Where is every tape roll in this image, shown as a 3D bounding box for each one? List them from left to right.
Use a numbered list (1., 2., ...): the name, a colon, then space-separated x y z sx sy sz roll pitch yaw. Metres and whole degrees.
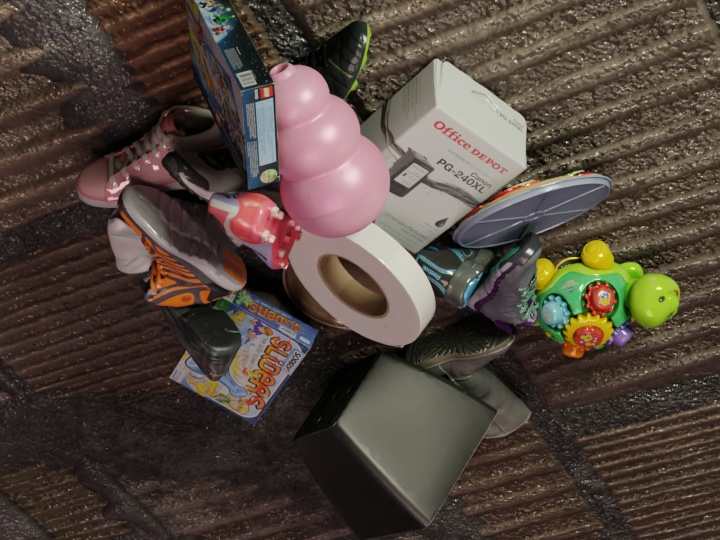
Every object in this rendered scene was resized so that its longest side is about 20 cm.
1. tape roll: 0.000 0.009 1.787 0.202 0.037 0.203 30 152 18

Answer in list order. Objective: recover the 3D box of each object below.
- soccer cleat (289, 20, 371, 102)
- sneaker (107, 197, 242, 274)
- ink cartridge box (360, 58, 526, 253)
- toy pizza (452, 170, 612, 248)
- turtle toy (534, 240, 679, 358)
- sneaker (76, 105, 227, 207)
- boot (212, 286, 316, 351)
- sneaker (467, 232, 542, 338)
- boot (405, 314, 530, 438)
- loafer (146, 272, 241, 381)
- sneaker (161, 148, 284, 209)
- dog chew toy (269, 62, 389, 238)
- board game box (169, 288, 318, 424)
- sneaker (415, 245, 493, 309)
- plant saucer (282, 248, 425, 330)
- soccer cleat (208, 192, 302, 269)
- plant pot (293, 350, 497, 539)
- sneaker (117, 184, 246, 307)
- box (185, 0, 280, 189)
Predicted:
1. soccer cleat: -0.058 -0.210 1.656 0.081 0.068 0.200 17 139 -27
2. sneaker: -0.221 -0.054 1.835 0.199 0.071 0.081 -12 120 9
3. ink cartridge box: 0.077 -0.129 1.726 0.145 0.084 0.200 30 131 -27
4. toy pizza: 0.201 -0.078 1.758 0.199 0.032 0.200 -17 166 -4
5. turtle toy: 0.309 0.044 1.890 0.199 0.102 0.146 -19 134 21
6. sneaker: -0.244 -0.140 1.735 0.198 0.076 0.105 -9 141 2
7. boot: -0.159 0.094 2.001 0.146 0.071 0.200 31 129 -19
8. sneaker: 0.203 0.021 1.847 0.087 0.074 0.200 43 158 4
9. boot: 0.178 0.153 2.038 0.181 0.073 0.200 -14 130 37
10. loafer: -0.220 0.054 1.863 0.072 0.200 0.073 -10 139 -31
11. sneaker: -0.143 -0.118 1.695 0.199 0.074 0.080 5 119 -47
12. dog chew toy: -0.047 -0.135 1.613 0.124 0.125 0.201 -15 121 18
13. board game box: -0.156 0.110 1.946 0.135 0.035 0.200 29 136 -6
14. sneaker: 0.112 -0.007 1.818 0.082 0.200 0.074 29 96 6
15. plant saucer: 0.000 0.000 1.906 0.199 0.037 0.201 2 138 2
16. soccer cleat: -0.117 -0.050 1.685 0.076 0.067 0.200 23 175 10
17. plant pot: 0.031 0.225 2.012 0.177 0.200 0.200 42 151 -13
18. sneaker: -0.238 -0.015 1.765 0.112 0.078 0.200 -27 128 28
19. box: -0.137 -0.204 1.572 0.037 0.201 0.137 -16 140 -14
